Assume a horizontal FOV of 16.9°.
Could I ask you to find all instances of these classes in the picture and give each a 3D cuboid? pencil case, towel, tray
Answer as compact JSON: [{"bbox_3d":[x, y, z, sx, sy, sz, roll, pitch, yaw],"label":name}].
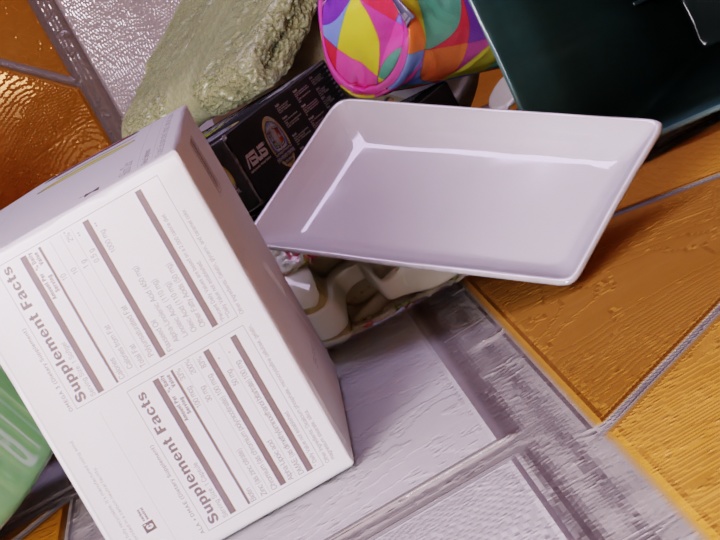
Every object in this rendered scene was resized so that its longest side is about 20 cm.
[{"bbox_3d":[0.066,-0.159,1.444,0.199,0.089,0.088,-15,-3,-41],"label":"pencil case"},{"bbox_3d":[-0.070,-0.164,1.521,0.148,0.036,0.201,-23,33,43],"label":"towel"},{"bbox_3d":[0.045,-0.036,1.188,0.199,0.022,0.108,7,52,37],"label":"tray"}]

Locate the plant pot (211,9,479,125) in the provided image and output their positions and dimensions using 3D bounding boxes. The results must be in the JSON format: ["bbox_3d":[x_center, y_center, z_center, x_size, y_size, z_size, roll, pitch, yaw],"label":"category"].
[{"bbox_3d":[0.006,-0.136,1.584,0.187,0.188,0.200,-31,10,-11],"label":"plant pot"}]

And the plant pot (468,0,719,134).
[{"bbox_3d":[0.177,-0.162,1.362,0.141,0.142,0.200,-23,3,35],"label":"plant pot"}]

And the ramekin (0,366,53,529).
[{"bbox_3d":[-0.240,0.080,1.277,0.200,0.098,0.201,-38,27,23],"label":"ramekin"}]

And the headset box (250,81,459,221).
[{"bbox_3d":[-0.029,-0.021,1.415,0.148,0.075,0.200,-24,10,34],"label":"headset box"}]

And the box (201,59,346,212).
[{"bbox_3d":[-0.100,-0.046,1.398,0.160,0.044,0.200,-30,7,23],"label":"box"}]

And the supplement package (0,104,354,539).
[{"bbox_3d":[-0.090,0.026,1.096,0.110,0.156,0.200,-30,9,2],"label":"supplement package"}]

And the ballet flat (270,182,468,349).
[{"bbox_3d":[0.000,0.000,1.244,0.199,0.076,0.064,-31,27,13],"label":"ballet flat"}]

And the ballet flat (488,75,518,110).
[{"bbox_3d":[0.114,-0.099,1.424,0.070,0.071,0.200,-24,11,34],"label":"ballet flat"}]
